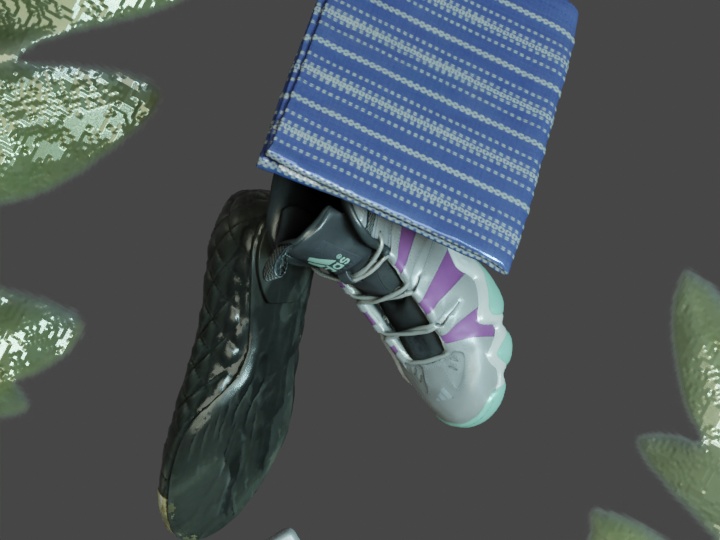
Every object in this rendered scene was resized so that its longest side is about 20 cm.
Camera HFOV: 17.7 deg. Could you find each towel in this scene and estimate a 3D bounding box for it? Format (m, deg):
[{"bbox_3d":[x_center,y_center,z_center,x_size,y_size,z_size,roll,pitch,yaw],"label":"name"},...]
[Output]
[{"bbox_3d":[0.035,-0.100,1.228,0.144,0.024,0.201,24,51,-7],"label":"towel"}]

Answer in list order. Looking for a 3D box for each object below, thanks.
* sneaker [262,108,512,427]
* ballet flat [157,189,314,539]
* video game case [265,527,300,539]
[{"bbox_3d":[0.000,0.000,1.228,0.078,0.140,0.201,-22,87,37],"label":"sneaker"},{"bbox_3d":[-0.070,0.053,1.283,0.066,0.057,0.201,12,98,-32],"label":"ballet flat"},{"bbox_3d":[-0.076,0.273,1.302,0.200,0.022,0.182,-32,95,-2],"label":"video game case"}]
